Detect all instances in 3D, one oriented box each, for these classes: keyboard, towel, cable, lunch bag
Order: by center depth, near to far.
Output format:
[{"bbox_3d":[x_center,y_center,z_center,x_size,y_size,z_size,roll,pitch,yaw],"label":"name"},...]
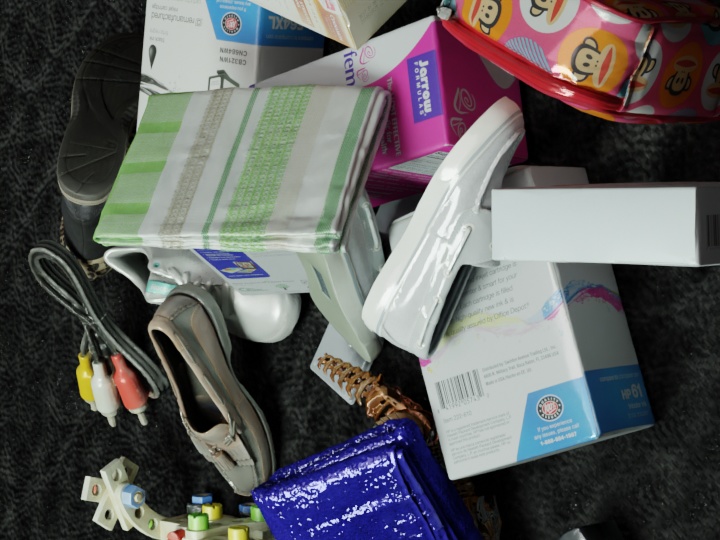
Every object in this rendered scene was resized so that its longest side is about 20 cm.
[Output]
[{"bbox_3d":[0.153,-0.165,1.139,0.176,0.199,0.082,37,115,37],"label":"lunch bag"},{"bbox_3d":[-0.085,-0.073,1.251,0.199,0.031,0.150,1,52,24],"label":"towel"},{"bbox_3d":[0.023,0.222,1.294,0.147,0.050,0.201,-26,104,17],"label":"towel"},{"bbox_3d":[0.012,0.014,1.408,0.056,0.011,0.201,43,120,37],"label":"keyboard"},{"bbox_3d":[-0.240,0.063,1.556,0.097,0.050,0.201,9,137,33],"label":"cable"}]

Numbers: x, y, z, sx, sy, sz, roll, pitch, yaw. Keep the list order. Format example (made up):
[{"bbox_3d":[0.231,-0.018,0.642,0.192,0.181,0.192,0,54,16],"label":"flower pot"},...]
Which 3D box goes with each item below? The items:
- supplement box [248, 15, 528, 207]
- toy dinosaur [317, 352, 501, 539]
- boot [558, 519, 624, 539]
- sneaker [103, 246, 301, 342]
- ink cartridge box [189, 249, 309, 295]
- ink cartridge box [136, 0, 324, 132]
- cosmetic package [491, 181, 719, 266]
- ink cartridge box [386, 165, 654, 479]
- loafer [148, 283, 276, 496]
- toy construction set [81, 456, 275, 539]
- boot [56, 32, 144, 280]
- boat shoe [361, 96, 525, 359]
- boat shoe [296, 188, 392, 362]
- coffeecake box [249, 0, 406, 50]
[{"bbox_3d":[0.019,-0.115,1.324,0.199,0.103,0.102,-15,76,40],"label":"supplement box"},{"bbox_3d":[0.031,0.152,1.366,0.136,0.102,0.200,-45,45,18],"label":"toy dinosaur"},{"bbox_3d":[0.168,0.306,1.252,0.165,0.065,0.201,-41,70,27],"label":"boot"},{"bbox_3d":[-0.142,0.016,1.492,0.199,0.088,0.076,19,104,39],"label":"sneaker"},{"bbox_3d":[-0.083,-0.028,1.348,0.099,0.200,0.039,-2,72,17],"label":"ink cartridge box"},{"bbox_3d":[-0.113,-0.141,1.455,0.145,0.084,0.201,13,101,40],"label":"ink cartridge box"},{"bbox_3d":[0.202,-0.032,1.104,0.150,0.199,0.052,-1,92,41],"label":"cosmetic package"},{"bbox_3d":[0.115,0.037,1.265,0.144,0.084,0.201,-22,79,40],"label":"ink cartridge box"},{"bbox_3d":[-0.133,0.112,1.462,0.072,0.063,0.201,-4,115,33],"label":"loafer"},{"bbox_3d":[-0.148,0.229,1.484,0.199,0.131,0.093,21,109,38],"label":"toy construction set"},{"bbox_3d":[-0.228,-0.102,1.552,0.151,0.073,0.201,103,177,-52],"label":"boot"},{"bbox_3d":[0.071,-0.025,1.205,0.068,0.072,0.201,35,109,13],"label":"boat shoe"},{"bbox_3d":[-0.001,-0.001,1.325,0.070,0.071,0.201,44,165,32],"label":"boat shoe"},{"bbox_3d":[-0.032,-0.274,1.324,0.199,0.154,0.073,30,157,37],"label":"coffeecake box"}]
